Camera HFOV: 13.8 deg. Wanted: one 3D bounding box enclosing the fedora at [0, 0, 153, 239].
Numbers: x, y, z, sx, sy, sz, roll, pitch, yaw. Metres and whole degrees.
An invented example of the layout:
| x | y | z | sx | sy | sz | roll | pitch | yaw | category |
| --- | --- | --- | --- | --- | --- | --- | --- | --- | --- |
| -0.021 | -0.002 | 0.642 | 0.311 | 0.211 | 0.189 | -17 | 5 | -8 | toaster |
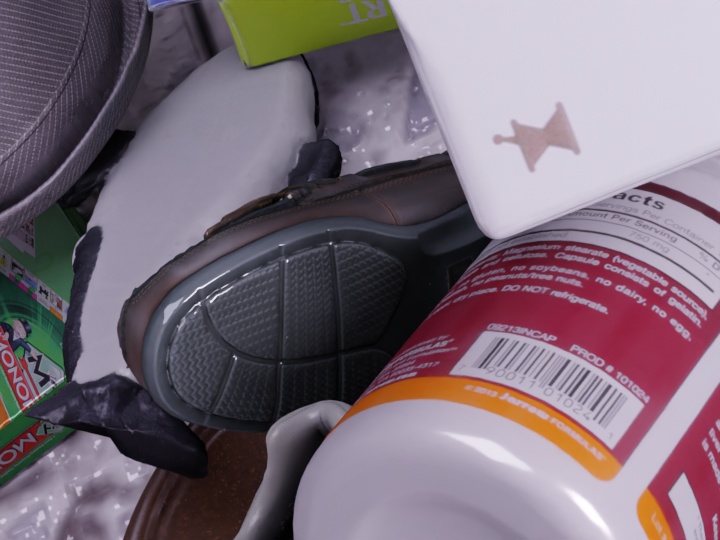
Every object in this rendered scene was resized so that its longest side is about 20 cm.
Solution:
| x | y | z | sx | sy | sz | roll | pitch | yaw | category |
| --- | --- | --- | --- | --- | --- | --- | --- | --- | --- |
| -0.165 | -0.095 | 1.060 | 0.177 | 0.090 | 0.200 | -30 | 44 | 10 | fedora |

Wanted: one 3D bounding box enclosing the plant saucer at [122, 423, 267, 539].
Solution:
| x | y | z | sx | sy | sz | roll | pitch | yaw | category |
| --- | --- | --- | --- | --- | --- | --- | --- | --- | --- |
| 0.002 | 0.099 | 0.973 | 0.200 | 0.034 | 0.200 | -10 | 60 | 18 | plant saucer |

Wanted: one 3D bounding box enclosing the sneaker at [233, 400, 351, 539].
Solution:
| x | y | z | sx | sy | sz | roll | pitch | yaw | category |
| --- | --- | --- | --- | --- | --- | --- | --- | --- | --- |
| -0.027 | 0.132 | 0.893 | 0.076 | 0.092 | 0.200 | 1 | 65 | 25 | sneaker |

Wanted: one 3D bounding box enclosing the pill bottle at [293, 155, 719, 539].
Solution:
| x | y | z | sx | sy | sz | roll | pitch | yaw | category |
| --- | --- | --- | --- | --- | --- | --- | --- | --- | --- |
| 0.072 | 0.039 | 0.886 | 0.113 | 0.113 | 0.200 | 10 | 35 | 27 | pill bottle |

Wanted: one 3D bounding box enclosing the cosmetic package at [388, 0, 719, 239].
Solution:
| x | y | z | sx | sy | sz | roll | pitch | yaw | category |
| --- | --- | --- | --- | --- | --- | --- | --- | --- | --- |
| 0.083 | -0.129 | 0.901 | 0.166 | 0.200 | 0.168 | -21 | 101 | 6 | cosmetic package |

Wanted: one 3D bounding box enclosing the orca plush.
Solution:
| x | y | z | sx | sy | sz | roll | pitch | yaw | category |
| --- | --- | --- | --- | --- | --- | --- | --- | --- | --- |
| -0.048 | 0.006 | 1.019 | 0.105 | 0.071 | 0.200 | -13 | 37 | 12 | orca plush |

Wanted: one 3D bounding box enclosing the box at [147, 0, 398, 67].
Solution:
| x | y | z | sx | sy | sz | roll | pitch | yaw | category |
| --- | --- | --- | --- | --- | --- | --- | --- | --- | --- |
| 0.020 | -0.147 | 1.060 | 0.200 | 0.048 | 0.122 | -14 | 53 | 5 | box |

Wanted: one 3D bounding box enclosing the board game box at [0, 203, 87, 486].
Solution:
| x | y | z | sx | sy | sz | roll | pitch | yaw | category |
| --- | --- | --- | --- | --- | --- | --- | --- | --- | --- |
| -0.172 | -0.001 | 1.104 | 0.135 | 0.029 | 0.200 | -37 | 56 | 1 | board game box |

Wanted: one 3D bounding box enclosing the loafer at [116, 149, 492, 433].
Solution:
| x | y | z | sx | sy | sz | roll | pitch | yaw | category |
| --- | --- | --- | --- | --- | --- | --- | --- | --- | --- |
| 0.000 | 0.000 | 0.963 | 0.200 | 0.072 | 0.063 | -16 | 31 | -35 | loafer |
